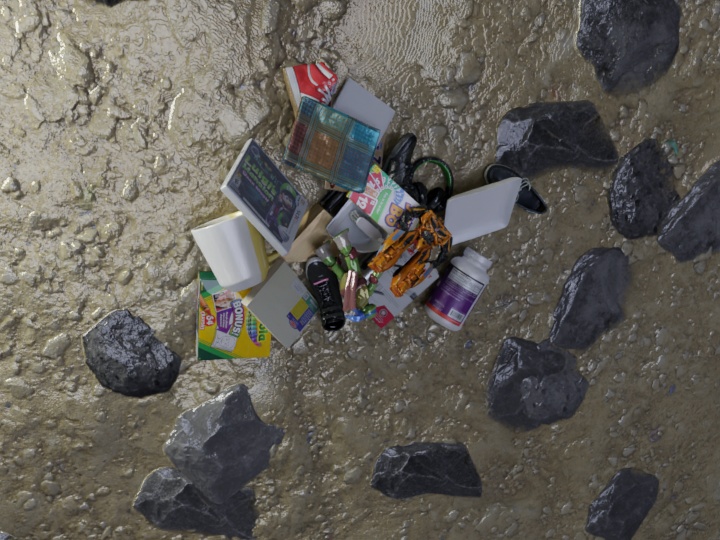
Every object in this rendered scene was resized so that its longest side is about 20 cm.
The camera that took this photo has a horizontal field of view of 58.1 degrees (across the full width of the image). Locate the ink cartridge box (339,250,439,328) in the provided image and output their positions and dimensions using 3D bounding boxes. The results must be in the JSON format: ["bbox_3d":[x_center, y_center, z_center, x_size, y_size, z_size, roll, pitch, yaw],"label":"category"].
[{"bbox_3d":[0.072,0.017,1.599,0.200,0.083,0.145,-42,117,-1],"label":"ink cartridge box"}]

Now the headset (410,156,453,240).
[{"bbox_3d":[0.163,-0.170,1.556,0.122,0.094,0.203,11,94,-23],"label":"headset"}]

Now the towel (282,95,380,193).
[{"bbox_3d":[-0.055,-0.260,1.358,0.198,0.022,0.149,18,87,-31],"label":"towel"}]

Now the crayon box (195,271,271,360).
[{"bbox_3d":[-0.293,0.105,1.514,0.170,0.058,0.203,0,110,-20],"label":"crayon box"}]

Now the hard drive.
[{"bbox_3d":[-0.022,-0.303,1.442,0.131,0.025,0.202,30,83,-20],"label":"hard drive"}]

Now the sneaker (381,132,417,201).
[{"bbox_3d":[0.100,-0.210,1.493,0.201,0.114,0.076,-63,161,19],"label":"sneaker"}]

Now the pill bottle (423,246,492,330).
[{"bbox_3d":[0.254,0.045,1.660,0.112,0.112,0.202,26,99,-26],"label":"pill bottle"}]

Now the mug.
[{"bbox_3d":[-0.251,-0.045,1.398,0.184,0.150,0.155,-17,101,5],"label":"mug"}]

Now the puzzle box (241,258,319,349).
[{"bbox_3d":[-0.180,0.081,1.509,0.133,0.025,0.201,-51,140,-16],"label":"puzzle box"}]

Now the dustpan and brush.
[{"bbox_3d":[0.037,-0.081,1.495,0.199,0.057,0.140,38,94,-32],"label":"dustpan and brush"}]

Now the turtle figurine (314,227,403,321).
[{"bbox_3d":[0.000,0.000,1.465,0.199,0.144,0.195,-36,96,-20],"label":"turtle figurine"}]

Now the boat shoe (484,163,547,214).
[{"bbox_3d":[0.397,-0.202,1.646,0.199,0.062,0.075,35,97,-27],"label":"boat shoe"}]

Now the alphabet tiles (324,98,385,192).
[{"bbox_3d":[-0.024,-0.278,1.463,0.165,0.008,0.203,6,90,-22],"label":"alphabet tiles"}]

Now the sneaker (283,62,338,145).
[{"bbox_3d":[-0.085,-0.347,1.380,0.111,0.071,0.203,-17,89,-9],"label":"sneaker"}]

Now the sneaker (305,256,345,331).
[{"bbox_3d":[-0.076,0.062,1.522,0.070,0.100,0.201,-16,133,2],"label":"sneaker"}]

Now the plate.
[{"bbox_3d":[0.287,-0.147,1.598,0.197,0.033,0.200,-18,149,-10],"label":"plate"}]

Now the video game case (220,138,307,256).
[{"bbox_3d":[-0.199,-0.159,1.393,0.023,0.183,0.200,-23,123,30],"label":"video game case"}]

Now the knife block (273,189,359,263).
[{"bbox_3d":[-0.099,-0.115,1.499,0.197,0.064,0.178,-5,110,-18],"label":"knife block"}]

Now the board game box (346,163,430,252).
[{"bbox_3d":[0.073,-0.136,1.446,0.200,0.030,0.096,41,94,-13],"label":"board game box"}]

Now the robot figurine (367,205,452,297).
[{"bbox_3d":[0.118,-0.045,1.401,0.145,0.058,0.200,47,75,-12],"label":"robot figurine"}]
